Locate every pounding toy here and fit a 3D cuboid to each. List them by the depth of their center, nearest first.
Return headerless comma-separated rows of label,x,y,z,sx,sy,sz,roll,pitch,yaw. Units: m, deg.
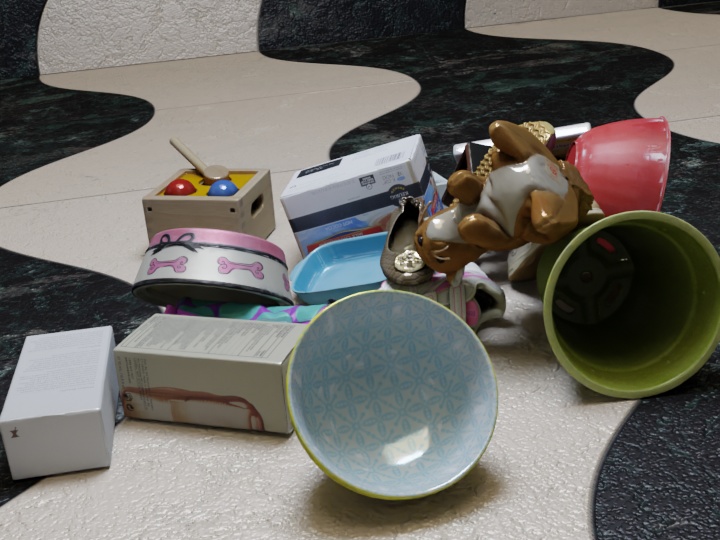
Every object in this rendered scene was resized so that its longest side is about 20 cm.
pounding toy,-0.242,-0.117,1.628,0.184,0.142,0.200,2,23,13

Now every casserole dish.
casserole dish,0.000,0.000,1.373,0.200,0.039,0.121,-10,32,28

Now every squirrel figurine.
squirrel figurine,0.162,-0.059,1.199,0.187,0.142,0.200,-39,-20,32

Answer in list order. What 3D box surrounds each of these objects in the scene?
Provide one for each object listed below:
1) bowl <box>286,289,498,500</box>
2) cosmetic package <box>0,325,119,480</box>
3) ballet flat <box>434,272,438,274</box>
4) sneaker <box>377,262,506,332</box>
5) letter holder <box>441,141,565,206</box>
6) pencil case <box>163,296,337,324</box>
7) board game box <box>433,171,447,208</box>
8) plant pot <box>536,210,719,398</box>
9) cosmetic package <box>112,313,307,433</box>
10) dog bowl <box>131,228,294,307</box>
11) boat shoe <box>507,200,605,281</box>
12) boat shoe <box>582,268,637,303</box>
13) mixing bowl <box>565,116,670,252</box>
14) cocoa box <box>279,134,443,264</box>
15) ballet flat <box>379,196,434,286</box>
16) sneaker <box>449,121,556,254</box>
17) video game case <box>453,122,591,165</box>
bowl,0.022,0.128,0.995,0.200,0.201,0.108,-10,-19,-14
cosmetic package,-0.319,0.137,1.117,0.101,0.071,0.200,-7,22,-6
ballet flat,0.109,-0.004,1.406,0.069,0.070,0.200,4,20,20
sneaker,0.098,0.042,1.256,0.200,0.082,0.088,-20,25,-31
letter holder,0.231,-0.090,1.512,0.200,0.142,0.101,8,52,-12
pencil case,-0.123,0.074,1.210,0.200,0.092,0.085,2,67,18
board game box,0.044,-0.133,1.719,0.147,0.064,0.200,-10,24,-16
plant pot,0.280,0.022,1.169,0.200,0.201,0.190,-6,10,-5
cosmetic package,-0.155,0.110,1.131,0.200,0.087,0.103,3,22,20
dog bowl,-0.179,0.004,1.278,0.200,0.074,0.200,4,-13,1
boat shoe,0.240,-0.050,1.327,0.074,0.069,0.200,-2,-22,-24
boat shoe,0.367,0.009,1.296,0.200,0.071,0.069,1,25,17
mixing bowl,0.324,-0.113,1.362,0.108,0.201,0.200,11,23,2
cocoa box,0.007,-0.092,1.483,0.200,0.131,0.133,-15,19,14
ballet flat,0.061,-0.041,1.291,0.067,0.046,0.200,5,29,3
sneaker,0.200,-0.109,1.378,0.090,0.200,0.075,25,26,-38
video game case,0.256,-0.147,1.555,0.200,0.182,0.023,-8,60,15
